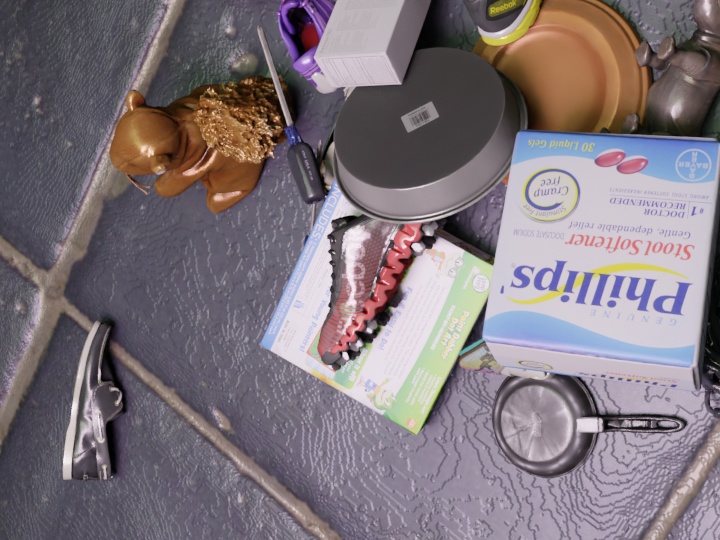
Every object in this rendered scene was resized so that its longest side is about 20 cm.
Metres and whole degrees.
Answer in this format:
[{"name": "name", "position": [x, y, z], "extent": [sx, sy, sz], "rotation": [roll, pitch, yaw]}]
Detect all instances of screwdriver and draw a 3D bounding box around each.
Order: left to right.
[{"name": "screwdriver", "position": [-0.080, -0.161, 1.133], "extent": [0.029, 0.028, 0.202], "rotation": [-25, 76, 10]}, {"name": "screwdriver", "position": [-0.053, -0.052, 1.187], "extent": [0.029, 0.028, 0.202], "rotation": [-132, 39, -52]}]

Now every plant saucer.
[{"name": "plant saucer", "position": [0.185, -0.174, 1.081], "extent": [0.198, 0.037, 0.203], "rotation": [1, 91, 29]}]

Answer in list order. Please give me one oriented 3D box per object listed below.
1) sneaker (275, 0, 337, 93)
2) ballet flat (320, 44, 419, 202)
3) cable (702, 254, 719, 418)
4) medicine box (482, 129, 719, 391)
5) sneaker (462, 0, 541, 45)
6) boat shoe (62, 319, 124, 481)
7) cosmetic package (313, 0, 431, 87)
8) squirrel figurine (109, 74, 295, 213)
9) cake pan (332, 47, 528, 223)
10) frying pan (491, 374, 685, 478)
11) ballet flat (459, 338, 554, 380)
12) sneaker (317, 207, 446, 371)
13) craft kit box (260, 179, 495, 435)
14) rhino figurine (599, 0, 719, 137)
[{"name": "sneaker", "position": [-0.053, -0.291, 1.178], "extent": [0.080, 0.083, 0.202], "rotation": [-27, 61, 30]}, {"name": "ballet flat", "position": [0.003, -0.158, 1.167], "extent": [0.073, 0.073, 0.201], "rotation": [34, 107, 25]}, {"name": "cable", "position": [0.389, 0.053, 0.965], "extent": [0.198, 0.051, 0.165], "rotation": [-6, 83, 34]}, {"name": "medicine box", "position": [0.217, -0.009, 0.970], "extent": [0.180, 0.103, 0.202], "rotation": [6, 73, 20]}, {"name": "sneaker", "position": [0.155, -0.319, 1.050], "extent": [0.074, 0.084, 0.202], "rotation": [15, 82, 35]}, {"name": "boat shoe", "position": [-0.328, 0.163, 1.379], "extent": [0.067, 0.072, 0.202], "rotation": [7, 87, -7]}, {"name": "cosmetic package", "position": [0.026, -0.277, 1.109], "extent": [0.082, 0.051, 0.202], "rotation": [4, 60, 28]}, {"name": "squirrel figurine", "position": [-0.174, -0.156, 1.203], "extent": [0.199, 0.186, 0.143], "rotation": [-21, 80, 28]}, {"name": "cake pan", "position": [0.060, -0.137, 1.054], "extent": [0.198, 0.037, 0.202], "rotation": [-12, 54, 16]}, {"name": "frying pan", "position": [0.209, 0.164, 1.080], "extent": [0.189, 0.031, 0.116], "rotation": [24, 103, 31]}, {"name": "ballet flat", "position": [0.187, 0.061, 1.068], "extent": [0.199, 0.069, 0.072], "rotation": [-36, 76, 20]}, {"name": "sneaker", "position": [0.000, 0.000, 1.090], "extent": [0.097, 0.071, 0.202], "rotation": [32, 103, 9]}, {"name": "craft kit box", "position": [0.022, 0.036, 1.147], "extent": [0.196, 0.048, 0.201], "rotation": [30, 105, 13]}, {"name": "rhino figurine", "position": [0.295, -0.182, 0.995], "extent": [0.202, 0.087, 0.060], "rotation": [-65, 24, 13]}]
